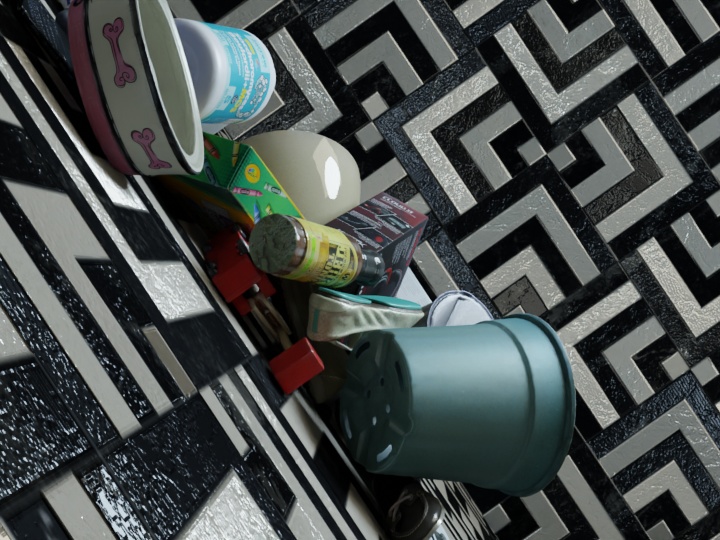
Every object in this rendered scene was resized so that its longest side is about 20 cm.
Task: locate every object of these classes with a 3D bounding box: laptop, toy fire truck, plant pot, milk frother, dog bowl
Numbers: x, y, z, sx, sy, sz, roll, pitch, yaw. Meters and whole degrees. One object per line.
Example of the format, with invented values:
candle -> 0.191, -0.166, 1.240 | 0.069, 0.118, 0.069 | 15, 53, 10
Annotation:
laptop -> -0.290, -0.287, 1.384 | 0.201, 0.103, 0.178 | 55, 2, -31
toy fire truck -> -0.105, 0.037, 1.476 | 0.142, 0.048, 0.200 | 56, 0, -19
plant pot -> -0.091, -0.057, 1.744 | 0.201, 0.198, 0.136 | 54, 21, -48
milk frother -> 0.109, 0.139, 1.743 | 0.198, 0.187, 0.183 | 3, 72, -36
plant pot -> 0.094, 0.143, 1.502 | 0.194, 0.202, 0.201 | 4, 34, -30
dog bowl -> -0.209, -0.179, 1.297 | 0.200, 0.073, 0.203 | -15, 90, -86

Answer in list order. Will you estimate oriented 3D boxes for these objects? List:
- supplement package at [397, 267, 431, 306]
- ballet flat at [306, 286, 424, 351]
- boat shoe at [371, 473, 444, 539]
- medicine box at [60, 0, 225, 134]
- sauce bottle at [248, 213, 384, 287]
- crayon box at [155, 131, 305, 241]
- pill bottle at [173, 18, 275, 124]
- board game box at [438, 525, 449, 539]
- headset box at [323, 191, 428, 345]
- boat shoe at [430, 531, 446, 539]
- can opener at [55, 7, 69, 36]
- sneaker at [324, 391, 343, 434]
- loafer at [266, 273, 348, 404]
supplement package -> 0.031, 0.102, 1.971 | 0.157, 0.110, 0.201 | 57, -25, 22
ballet flat -> 0.001, 0.057, 1.537 | 0.067, 0.063, 0.199 | 16, 4, 35
boat shoe -> 0.043, 0.253, 1.501 | 0.057, 0.067, 0.200 | 39, -2, -4
medicine box -> -0.267, -0.266, 1.732 | 0.183, 0.102, 0.201 | 55, 1, -42
sauce bottle -> -0.039, -0.016, 1.486 | 0.199, 0.065, 0.065 | 11, 40, -57
crayon box -> -0.144, -0.080, 1.570 | 0.118, 0.059, 0.200 | 18, -19, 28
pill bottle -> -0.167, -0.223, 1.588 | 0.111, 0.110, 0.200 | 56, 20, 7
board game box -> 0.068, 0.306, 1.768 | 0.201, 0.026, 0.200 | 56, 1, -28
headset box -> 0.000, 0.000, 1.699 | 0.074, 0.150, 0.200 | 29, 25, 14
boat shoe -> 0.138, 0.377, 1.613 | 0.201, 0.071, 0.072 | 56, 1, 20
can opener -> -0.273, -0.204, 1.559 | 0.201, 0.053, 0.067 | 57, 33, -10
sneaker -> 0.020, 0.140, 1.641 | 0.081, 0.073, 0.200 | 65, -28, 18
loafer -> -0.055, 0.048, 1.567 | 0.076, 0.067, 0.203 | 36, -37, 62
